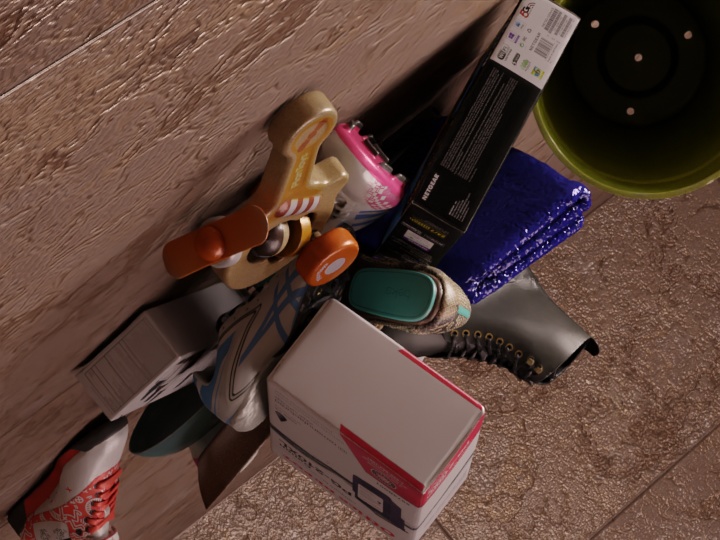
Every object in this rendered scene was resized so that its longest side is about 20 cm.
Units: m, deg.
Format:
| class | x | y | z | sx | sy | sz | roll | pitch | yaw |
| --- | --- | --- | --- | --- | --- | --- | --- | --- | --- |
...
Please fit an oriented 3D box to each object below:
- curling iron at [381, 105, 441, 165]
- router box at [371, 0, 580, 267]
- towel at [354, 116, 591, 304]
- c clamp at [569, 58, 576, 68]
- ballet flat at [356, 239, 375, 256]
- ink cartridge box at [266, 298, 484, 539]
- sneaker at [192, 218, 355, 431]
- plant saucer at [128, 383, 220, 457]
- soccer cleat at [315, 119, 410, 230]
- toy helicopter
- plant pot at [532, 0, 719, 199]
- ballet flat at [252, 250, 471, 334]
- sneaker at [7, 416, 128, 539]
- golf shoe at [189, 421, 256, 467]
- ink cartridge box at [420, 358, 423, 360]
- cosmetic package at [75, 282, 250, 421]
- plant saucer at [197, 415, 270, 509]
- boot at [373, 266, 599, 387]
| class | x | y | z | sx | sy | sz | roll | pitch | yaw |
| --- | --- | --- | --- | --- | --- | --- | --- | --- | --- |
| curling iron | 0.001 | -0.066 | 1.649 | 0.200 | 0.049 | 0.026 | -48 | -174 | 29 |
| router box | 0.087 | -0.100 | 1.551 | 0.201 | 0.051 | 0.149 | -61 | -178 | -19 |
| towel | 0.082 | -0.048 | 1.672 | 0.147 | 0.050 | 0.200 | -39 | -142 | -16 |
| c clamp | 0.114 | -0.100 | 1.887 | 0.201 | 0.027 | 0.171 | -63 | -164 | -18 |
| ballet flat | 0.000 | 0.000 | 1.723 | 0.067 | 0.047 | 0.200 | -19 | -153 | 17 |
| ink cartridge box | 0.009 | 0.122 | 1.541 | 0.085 | 0.144 | 0.200 | -51 | 169 | -16 |
| sneaker | -0.068 | 0.036 | 1.525 | 0.072 | 0.072 | 0.201 | -31 | 157 | -57 |
| plant saucer | -0.125 | 0.091 | 1.763 | 0.200 | 0.027 | 0.200 | -44 | -166 | 14 |
| soccer cleat | -0.010 | -0.058 | 1.512 | 0.086 | 0.070 | 0.200 | -40 | 174 | 4 |
| toy helicopter | -0.061 | -0.051 | 1.365 | 0.132 | 0.079 | 0.200 | -26 | 157 | -27 |
| plant pot | 0.242 | -0.175 | 1.736 | 0.200 | 0.201 | 0.193 | -41 | -175 | 10 |
| ballet flat | -0.001 | 0.016 | 1.565 | 0.075 | 0.199 | 0.068 | 25 | 80 | -55 |
| sneaker | -0.246 | 0.222 | 1.891 | 0.201 | 0.108 | 0.067 | -45 | 171 | 39 |
| golf shoe | -0.106 | 0.097 | 1.854 | 0.092 | 0.075 | 0.201 | 117 | -8 | -50 |
| ink cartridge box | 0.007 | 0.046 | 1.887 | 0.067 | 0.115 | 0.200 | -64 | 169 | -12 |
| cosmetic package | -0.147 | 0.062 | 1.626 | 0.082 | 0.051 | 0.200 | -40 | 175 | 18 |
| plant saucer | -0.081 | 0.115 | 1.725 | 0.201 | 0.037 | 0.200 | -52 | -179 | 1 |
| boot | 0.092 | 0.062 | 1.664 | 0.200 | 0.138 | 0.078 | -36 | 163 | -27 |
